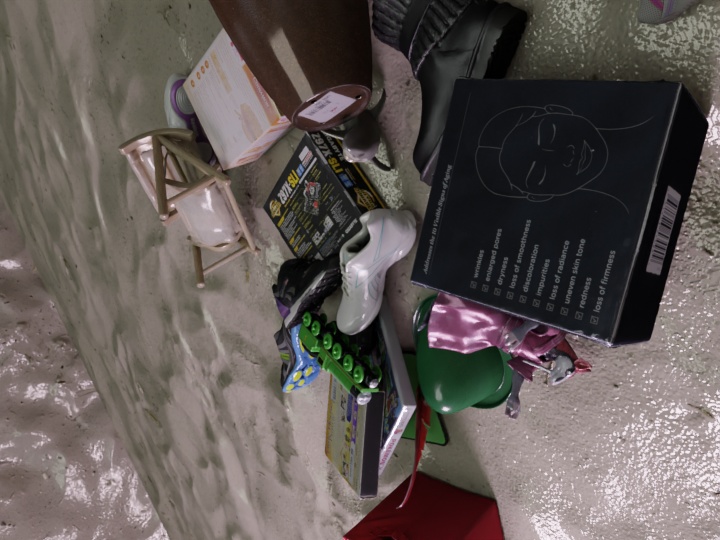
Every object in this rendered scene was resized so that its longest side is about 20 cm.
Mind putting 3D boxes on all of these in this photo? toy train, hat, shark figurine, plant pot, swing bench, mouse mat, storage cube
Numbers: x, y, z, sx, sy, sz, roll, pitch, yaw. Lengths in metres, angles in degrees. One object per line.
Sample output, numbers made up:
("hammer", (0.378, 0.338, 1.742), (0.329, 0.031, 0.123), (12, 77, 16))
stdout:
("toy train", (-0.035, 0.121, 0.815), (0.200, 0.041, 0.057), (38, 114, 51))
("hat", (0.088, 0.154, 0.737), (0.201, 0.175, 0.166), (55, 142, 8))
("shark figurine", (-0.010, -0.210, 0.744), (0.090, 0.127, 0.215), (-53, 49, 22))
("plant pot", (-0.064, -0.266, 0.632), (0.187, 0.186, 0.202), (-31, 75, 51))
("swing bench", (-0.294, -0.119, 0.997), (0.200, 0.129, 0.200), (51, 163, 31))
("mouse mat", (0.050, 0.206, 0.945), (0.199, 0.007, 0.162), (-8, 104, 49))
("storage cube", (0.109, 0.451, 0.882), (0.170, 0.179, 0.202), (1, 111, 47))

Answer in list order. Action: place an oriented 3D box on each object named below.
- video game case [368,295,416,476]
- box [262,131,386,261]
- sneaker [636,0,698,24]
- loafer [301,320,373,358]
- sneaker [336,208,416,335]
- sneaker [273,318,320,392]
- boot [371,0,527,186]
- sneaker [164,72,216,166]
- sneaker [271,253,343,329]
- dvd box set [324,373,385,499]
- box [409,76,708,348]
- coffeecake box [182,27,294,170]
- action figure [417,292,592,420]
("video game case", (0.026, 0.170, 0.850), (0.201, 0.023, 0.183), (-103, 24, -46))
("box", (-0.061, -0.091, 0.867), (0.160, 0.049, 0.200), (57, 142, 11))
("sneaker", (0.199, -0.274, 0.452), (0.201, 0.081, 0.088), (53, 138, 13))
("loafer", (-0.040, 0.114, 0.907), (0.200, 0.070, 0.069), (153, 127, -64))
("sneaker", (0.000, 0.000, 0.786), (0.071, 0.080, 0.202), (51, 125, 46))
("sneaker", (-0.118, 0.145, 1.059), (0.083, 0.070, 0.201), (45, 139, 41))
("boot", (0.070, -0.217, 0.625), (0.157, 0.079, 0.212), (36, 124, 20))
("sneaker", (-0.314, -0.262, 1.052), (0.100, 0.074, 0.202), (47, 143, 48))
("sneaker", (-0.090, 0.014, 0.869), (0.088, 0.075, 0.200), (58, 142, 11))
("dvd box set", (-0.013, 0.235, 0.865), (0.200, 0.029, 0.148), (176, 98, -73))
("box", (0.172, -0.058, 0.518), (0.196, 0.123, 0.202), (18, 98, 39))
("coffeecake box", (-0.175, -0.267, 0.875), (0.199, 0.073, 0.155), (-21, 95, 51))
("action figure", (0.176, 0.070, 0.676), (0.199, 0.149, 0.135), (23, 139, 14))
